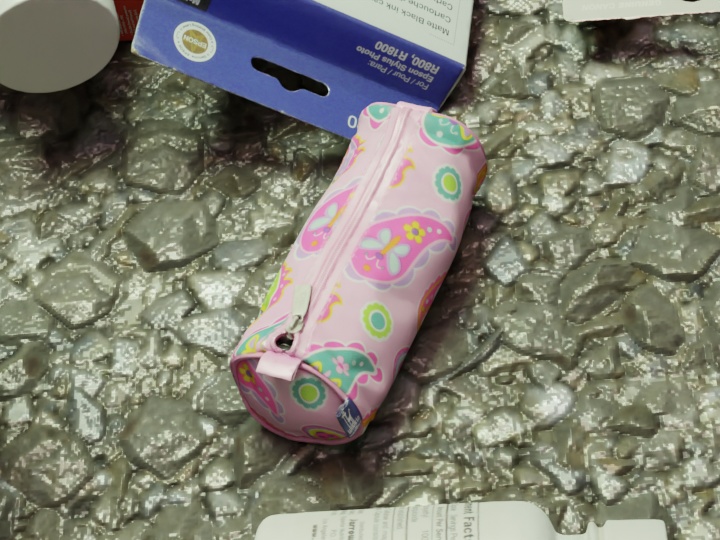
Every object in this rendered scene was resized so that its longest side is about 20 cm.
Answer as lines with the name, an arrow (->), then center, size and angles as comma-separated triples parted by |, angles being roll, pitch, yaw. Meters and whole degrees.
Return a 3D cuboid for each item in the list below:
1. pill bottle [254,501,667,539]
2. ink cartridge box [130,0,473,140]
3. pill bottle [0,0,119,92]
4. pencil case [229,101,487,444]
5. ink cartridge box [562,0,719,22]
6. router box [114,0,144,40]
pill bottle -> 0.051, 0.171, 1.080 | 0.198, 0.115, 0.115 | -4, 54, 5
ink cartridge box -> -0.025, -0.181, 1.328 | 0.198, 0.041, 0.201 | 20, 55, -17
pill bottle -> -0.201, -0.206, 1.319 | 0.110, 0.111, 0.201 | -16, 55, -4
pencil case -> 0.000, 0.000, 1.226 | 0.087, 0.088, 0.201 | 17, 58, 18
ink cartridge box -> 0.198, -0.225, 1.385 | 0.160, 0.050, 0.201 | -4, 59, 4
router box -> -0.119, -0.239, 1.430 | 0.178, 0.049, 0.201 | -4, 55, 5
